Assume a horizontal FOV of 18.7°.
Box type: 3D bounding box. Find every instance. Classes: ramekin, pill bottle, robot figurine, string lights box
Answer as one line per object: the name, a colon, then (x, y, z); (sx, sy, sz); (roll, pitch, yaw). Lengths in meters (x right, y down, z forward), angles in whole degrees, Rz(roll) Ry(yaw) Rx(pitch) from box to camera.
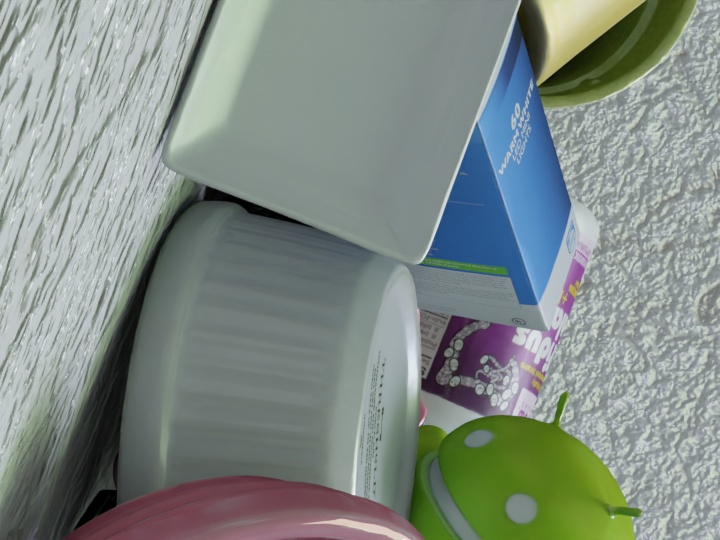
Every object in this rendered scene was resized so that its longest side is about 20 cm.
ramekin: (-0.032, 0.072, 0.940); (0.202, 0.094, 0.203); (4, 90, -79)
pill bottle: (0.054, 0.044, 1.255); (0.112, 0.112, 0.200); (92, 19, -84)
robot figurine: (0.049, 0.152, 1.044); (0.200, 0.176, 0.116); (-47, 141, 18)
string lights box: (0.025, -0.053, 0.939); (0.200, 0.103, 0.059); (66, 39, -56)

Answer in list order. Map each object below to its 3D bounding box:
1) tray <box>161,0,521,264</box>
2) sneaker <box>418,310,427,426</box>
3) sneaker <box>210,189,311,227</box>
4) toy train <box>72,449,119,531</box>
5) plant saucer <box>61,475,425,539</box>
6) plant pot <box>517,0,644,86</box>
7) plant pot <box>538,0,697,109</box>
tray: (0.007, -0.112, 0.815); (0.022, 0.107, 0.200); (-178, -71, -78)
sneaker: (0.000, 0.000, 1.121); (0.095, 0.079, 0.200); (1, -83, 61)
sneaker: (-0.037, -0.013, 1.067); (0.200, 0.072, 0.083); (108, 2, -54)
toy train: (-0.092, 0.093, 1.012); (0.200, 0.046, 0.034); (-60, 153, -66)
plant saucer: (-0.064, 0.147, 0.819); (0.051, 0.200, 0.201); (58, -39, 41)
plant pot: (0.078, -0.182, 0.966); (0.189, 0.201, 0.201); (-52, 170, -27)
plant pot: (0.084, -0.185, 1.326); (0.184, 0.200, 0.201); (163, -52, -78)
